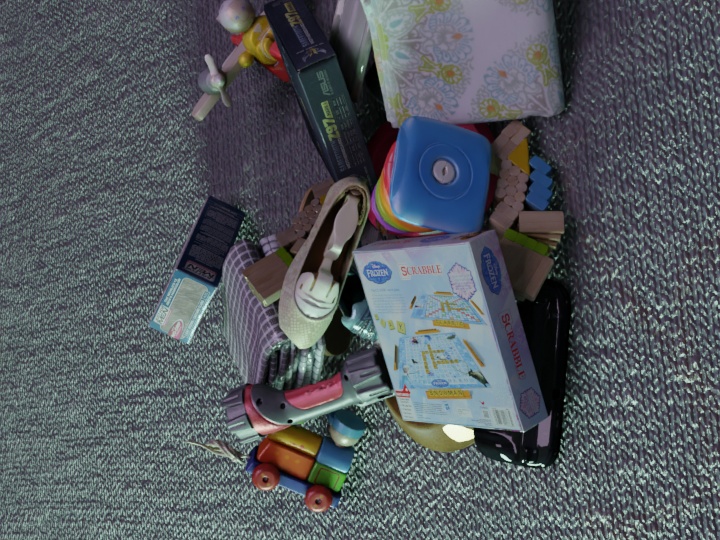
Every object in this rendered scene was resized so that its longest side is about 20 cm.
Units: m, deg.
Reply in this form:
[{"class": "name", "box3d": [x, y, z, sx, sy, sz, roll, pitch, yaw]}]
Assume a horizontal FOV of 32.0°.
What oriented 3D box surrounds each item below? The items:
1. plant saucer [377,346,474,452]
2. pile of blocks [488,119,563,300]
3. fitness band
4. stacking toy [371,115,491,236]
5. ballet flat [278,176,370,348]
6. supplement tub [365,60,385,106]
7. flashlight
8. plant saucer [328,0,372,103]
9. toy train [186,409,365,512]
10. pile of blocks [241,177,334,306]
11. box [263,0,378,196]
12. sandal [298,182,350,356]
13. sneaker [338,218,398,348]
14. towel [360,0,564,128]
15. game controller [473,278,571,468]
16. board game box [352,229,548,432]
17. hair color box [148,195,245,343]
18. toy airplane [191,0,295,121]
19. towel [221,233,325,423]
[{"class": "plant saucer", "box3d": [0.080, 0.108, 1.439, 0.199, 0.035, 0.202, -1, 88, 46]}, {"class": "pile of blocks", "box3d": [0.171, -0.056, 1.327, 0.081, 0.062, 0.202, 3, 68, 4]}, {"class": "fitness band", "box3d": [0.077, -0.112, 1.448, 0.199, 0.037, 0.145, -5, 83, 46]}, {"class": "stacking toy", "box3d": [0.054, -0.080, 1.369, 0.200, 0.109, 0.117, 147, 134, -68]}, {"class": "ballet flat", "box3d": [-0.040, -0.010, 1.388, 0.062, 0.067, 0.202, -171, 99, -79]}, {"class": "supplement tub", "box3d": [0.085, -0.268, 1.387, 0.200, 0.106, 0.107, -53, 54, 33]}, {"class": "flashlight", "box3d": [-0.061, 0.140, 1.459, 0.199, 0.068, 0.069, -22, 69, 18]}, {"class": "plant saucer", "box3d": [-0.002, -0.295, 1.435, 0.200, 0.050, 0.202, -166, 90, -89]}, {"class": "toy train", "box3d": [-0.100, 0.201, 1.529, 0.085, 0.199, 0.116, -90, 25, -74]}, {"class": "pile of blocks", "box3d": [-0.055, -0.023, 1.477, 0.082, 0.200, 0.062, 20, 149, 31]}, {"class": "box", "box3d": [-0.043, -0.195, 1.438, 0.158, 0.051, 0.201, -117, 5, -48]}, {"class": "sandal", "box3d": [-0.065, 0.001, 1.567, 0.069, 0.077, 0.214, -6, 91, 45]}, {"class": "sneaker", "box3d": [0.000, 0.000, 1.465, 0.078, 0.086, 0.201, -53, 35, 29]}, {"class": "towel", "box3d": [0.106, -0.237, 1.311, 0.198, 0.048, 0.172, -3, 121, 18]}, {"class": "game controller", "box3d": [0.169, 0.107, 1.337, 0.104, 0.042, 0.202, 7, 94, 44]}, {"class": "board game box", "box3d": [0.090, 0.063, 1.311, 0.199, 0.041, 0.201, -2, 107, 54]}, {"class": "hair color box", "box3d": [-0.212, -0.004, 1.652, 0.100, 0.060, 0.201, -60, 9, 30]}, {"class": "toy airplane", "box3d": [-0.132, -0.299, 1.590, 0.198, 0.141, 0.202, -19, 52, 28]}, {"class": "towel", "box3d": [-0.118, 0.080, 1.563, 0.201, 0.085, 0.166, 103, 146, -48]}]
